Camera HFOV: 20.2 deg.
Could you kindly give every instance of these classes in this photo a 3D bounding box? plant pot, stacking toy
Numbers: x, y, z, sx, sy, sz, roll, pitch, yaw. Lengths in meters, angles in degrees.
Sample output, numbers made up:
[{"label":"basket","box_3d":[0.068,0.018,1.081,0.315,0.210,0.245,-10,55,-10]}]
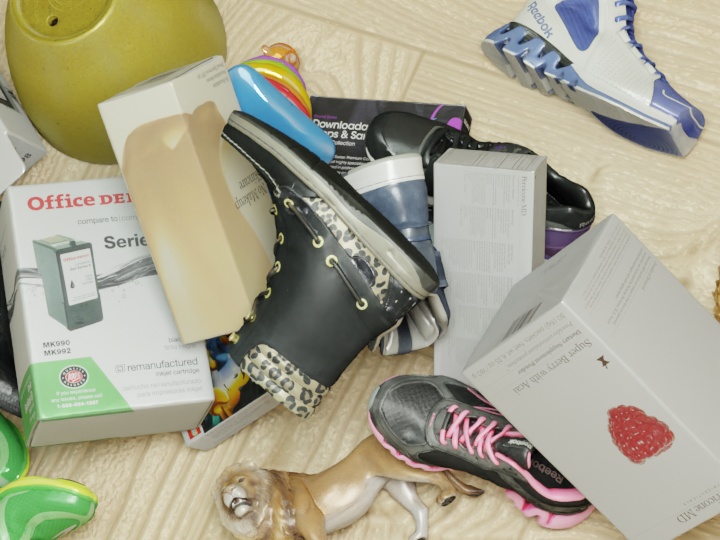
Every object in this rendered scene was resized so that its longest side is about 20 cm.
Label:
[{"label":"plant pot","box_3d":[-0.234,-0.212,1.772,0.199,0.142,0.201,-5,70,14]},{"label":"stacking toy","box_3d":[-0.082,-0.143,1.707,0.110,0.116,0.200,-41,18,26]}]

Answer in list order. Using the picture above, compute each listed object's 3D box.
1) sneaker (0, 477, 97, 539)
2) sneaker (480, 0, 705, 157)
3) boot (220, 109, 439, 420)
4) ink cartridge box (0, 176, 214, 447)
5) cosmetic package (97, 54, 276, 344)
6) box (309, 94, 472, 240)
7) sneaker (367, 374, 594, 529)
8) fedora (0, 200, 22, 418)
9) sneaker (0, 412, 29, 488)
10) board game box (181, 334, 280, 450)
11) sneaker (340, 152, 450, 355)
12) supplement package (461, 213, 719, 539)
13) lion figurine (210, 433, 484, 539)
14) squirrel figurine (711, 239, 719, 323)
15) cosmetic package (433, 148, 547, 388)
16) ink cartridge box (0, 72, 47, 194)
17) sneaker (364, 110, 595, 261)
[{"label":"sneaker","box_3d":[-0.298,0.232,1.657,0.199,0.074,0.084,-26,58,15]},{"label":"sneaker","box_3d":[0.208,-0.188,1.675,0.199,0.081,0.115,31,83,25]},{"label":"boot","box_3d":[-0.060,-0.005,1.500,0.203,0.073,0.154,42,100,10]},{"label":"ink cartridge box","box_3d":[-0.209,0.030,1.631,0.145,0.084,0.201,-6,71,-17]},{"label":"cosmetic package","box_3d":[-0.123,-0.056,1.578,0.071,0.105,0.201,-14,103,24]},{"label":"box","box_3d":[0.009,-0.048,1.703,0.142,0.036,0.201,6,73,19]},{"label":"sneaker","box_3d":[0.102,0.131,1.544,0.199,0.095,0.079,23,78,-5]},{"label":"fedora","box_3d":[-0.286,0.045,1.706,0.199,0.092,0.202,12,63,-25]},{"label":"sneaker","box_3d":[-0.356,0.115,1.717,0.074,0.084,0.200,-41,65,-1]},{"label":"board game box","box_3d":[-0.122,0.032,1.689,0.126,0.035,0.201,-34,63,23]},{"label":"sneaker","box_3d":[-0.001,0.000,1.599,0.077,0.202,0.147,-13,87,-29]},{"label":"supplement package","box_3d":[0.198,0.085,1.487,0.200,0.121,0.120,44,42,-8]},{"label":"lion figurine","box_3d":[-0.013,0.178,1.617,0.199,0.073,0.123,-24,57,-10]},{"label":"squirrel figurine","box_3d":[0.344,-0.015,1.523,0.199,0.141,0.188,5,104,45]},{"label":"cosmetic package","box_3d":[0.102,0.008,1.590,0.082,0.051,0.201,7,110,19]},{"label":"ink cartridge box","box_3d":[-0.362,-0.121,1.805,0.116,0.067,0.201,-39,65,13]},{"label":"sneaker","box_3d":[0.101,-0.086,1.630,0.199,0.088,0.076,28,60,2]}]
